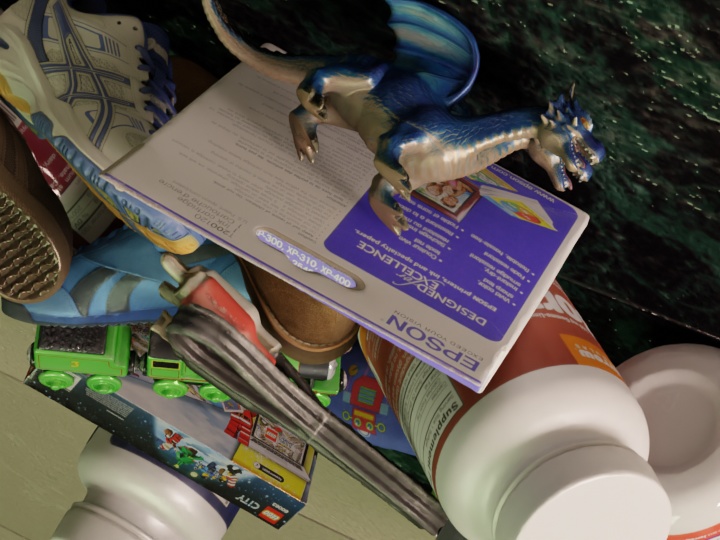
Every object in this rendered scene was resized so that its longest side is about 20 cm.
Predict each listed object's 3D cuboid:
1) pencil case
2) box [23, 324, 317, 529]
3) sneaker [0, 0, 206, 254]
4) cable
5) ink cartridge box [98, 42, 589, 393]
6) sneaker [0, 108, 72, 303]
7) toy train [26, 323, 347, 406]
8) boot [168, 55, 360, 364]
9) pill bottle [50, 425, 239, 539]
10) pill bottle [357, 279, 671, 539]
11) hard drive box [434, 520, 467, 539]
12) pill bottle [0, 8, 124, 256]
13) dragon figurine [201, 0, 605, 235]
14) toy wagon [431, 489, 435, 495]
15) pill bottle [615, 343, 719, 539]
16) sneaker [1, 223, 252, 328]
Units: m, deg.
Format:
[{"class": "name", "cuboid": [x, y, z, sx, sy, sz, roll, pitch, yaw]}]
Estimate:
[{"class": "pencil case", "cuboid": [0.029, 0.080, 1.262, 0.200, 0.078, 0.087, 13, -169, 38]}, {"class": "box", "cuboid": [-0.114, 0.068, 1.322, 0.200, 0.137, 0.038, 32, 129, -16]}, {"class": "sneaker", "cuboid": [-0.127, -0.091, 1.028, 0.200, 0.088, 0.075, 44, 172, 33]}, {"class": "cable", "cuboid": [-0.028, 0.059, 1.002, 0.200, 0.050, 0.097, 34, 170, 2]}, {"class": "ink cartridge box", "cuboid": [-0.006, -0.022, 0.950, 0.198, 0.200, 0.043, 29, 120, 7]}, {"class": "sneaker", "cuboid": [-0.227, -0.073, 1.089, 0.200, 0.070, 0.076, 61, -172, -18]}, {"class": "toy train", "cuboid": [-0.106, 0.054, 1.215, 0.199, 0.042, 0.056, 5, 151, -4]}, {"class": "boot", "cuboid": [-0.057, -0.050, 1.051, 0.200, 0.073, 0.076, 54, 155, 21]}, {"class": "pill bottle", "cuboid": [-0.133, 0.133, 1.423, 0.119, 0.200, 0.120, 27, 158, 12]}, {"class": "pill bottle", "cuboid": [0.079, 0.071, 1.010, 0.112, 0.112, 0.200, 51, -174, -41]}, {"class": "hard drive box", "cuboid": [0.143, 0.225, 1.309, 0.200, 0.156, 0.077, 37, 163, -16]}, {"class": "pill bottle", "cuboid": [-0.196, -0.060, 1.208, 0.114, 0.114, 0.200, 2, 144, 51]}, {"class": "dragon figurine", "cuboid": [0.020, -0.086, 0.927, 0.200, 0.099, 0.059, 39, 154, 20]}, {"class": "toy wagon", "cuboid": [0.124, 0.192, 1.427, 0.155, 0.040, 0.200, 17, 153, 32]}, {"class": "pill bottle", "cuboid": [0.197, 0.135, 1.107, 0.112, 0.113, 0.200, 16, 154, 34]}, {"class": "sneaker", "cuboid": [-0.119, -0.007, 1.139, 0.199, 0.079, 0.066, -3, -173, 25]}]
